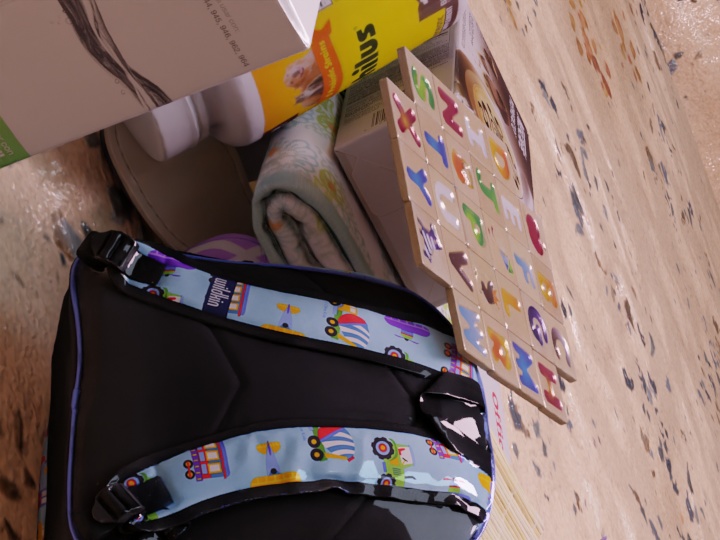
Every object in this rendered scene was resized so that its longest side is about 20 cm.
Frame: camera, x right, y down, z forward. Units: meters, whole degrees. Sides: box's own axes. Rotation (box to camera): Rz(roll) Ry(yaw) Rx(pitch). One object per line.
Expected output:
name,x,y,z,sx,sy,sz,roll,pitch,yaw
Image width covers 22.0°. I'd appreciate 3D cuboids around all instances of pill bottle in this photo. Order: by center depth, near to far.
pill bottle,-0.045,-0.142,1.024,0.109,0.199,0.110,51,-17,23

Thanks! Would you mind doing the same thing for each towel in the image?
towel,0.000,0.000,1.075,0.172,0.048,0.201,-86,151,-65

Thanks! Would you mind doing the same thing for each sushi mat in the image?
sushi mat,0.077,0.144,1.205,0.201,0.012,0.096,61,38,-42

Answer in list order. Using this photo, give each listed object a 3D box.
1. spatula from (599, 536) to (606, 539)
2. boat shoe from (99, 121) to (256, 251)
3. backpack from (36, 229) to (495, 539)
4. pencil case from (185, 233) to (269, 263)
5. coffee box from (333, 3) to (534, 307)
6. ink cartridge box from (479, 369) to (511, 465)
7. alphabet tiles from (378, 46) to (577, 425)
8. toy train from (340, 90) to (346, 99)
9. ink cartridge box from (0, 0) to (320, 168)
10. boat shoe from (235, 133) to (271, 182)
spatula,0.101,0.206,1.207,0.199,0.057,0.021,3,32,-50
boat shoe,-0.093,-0.030,1.105,0.200,0.062,0.073,44,67,-33
backpack,-0.044,0.086,0.864,0.135,0.198,0.184,114,-24,-49
pencil case,-0.071,0.074,1.010,0.083,0.085,0.201,24,43,-28
coffee box,0.048,-0.077,1.115,0.114,0.079,0.200,61,15,-20
ink cartridge box,0.033,0.117,1.258,0.200,0.083,0.146,44,35,-55
alphabet tiles,0.063,-0.016,0.942,0.200,0.006,0.168,36,39,-57
toy train,-0.031,-0.133,1.172,0.200,0.041,0.057,42,36,-53
ink cartridge box,-0.118,-0.142,0.896,0.084,0.198,0.146,59,24,-32
boat shoe,-0.111,-0.140,1.107,0.199,0.073,0.068,47,19,-31
